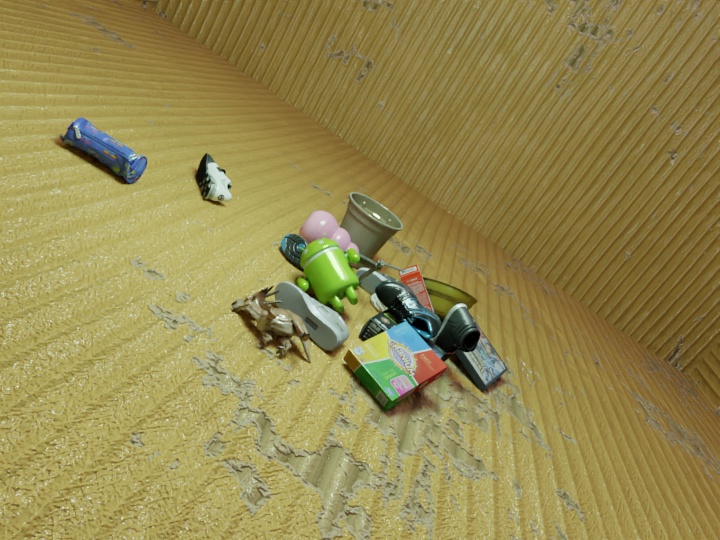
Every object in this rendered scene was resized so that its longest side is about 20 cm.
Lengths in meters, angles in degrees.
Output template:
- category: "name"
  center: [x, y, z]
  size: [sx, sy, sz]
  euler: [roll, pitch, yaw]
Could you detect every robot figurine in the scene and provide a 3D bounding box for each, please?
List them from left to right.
- category: "robot figurine"
  center: [-0.080, 0.007, 1.430]
  size: [0.202, 0.174, 0.116]
  euler: [61, -3, 15]

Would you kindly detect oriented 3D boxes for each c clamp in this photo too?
- category: "c clamp"
  center: [0.000, 0.000, 1.562]
  size: [0.169, 0.199, 0.027]
  euler: [26, 64, -23]

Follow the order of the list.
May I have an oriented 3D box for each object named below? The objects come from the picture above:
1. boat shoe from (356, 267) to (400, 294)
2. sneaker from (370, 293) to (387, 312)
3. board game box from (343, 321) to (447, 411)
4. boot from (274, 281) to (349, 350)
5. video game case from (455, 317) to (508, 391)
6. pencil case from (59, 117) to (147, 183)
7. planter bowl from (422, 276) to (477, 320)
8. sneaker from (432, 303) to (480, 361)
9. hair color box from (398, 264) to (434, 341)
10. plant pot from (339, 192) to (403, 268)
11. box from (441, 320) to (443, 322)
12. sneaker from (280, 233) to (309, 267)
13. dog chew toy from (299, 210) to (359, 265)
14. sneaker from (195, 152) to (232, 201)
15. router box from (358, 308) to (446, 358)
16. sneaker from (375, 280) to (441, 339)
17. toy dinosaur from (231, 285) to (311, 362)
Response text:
- category: "boat shoe"
  center: [0.079, 0.047, 1.666]
  size: [0.198, 0.069, 0.057]
  euler: [30, 34, 1]
- category: "sneaker"
  center: [0.103, 0.105, 1.562]
  size: [0.075, 0.093, 0.200]
  euler: [11, 30, -44]
- category: "board game box"
  center: [0.081, 0.211, 1.266]
  size: [0.199, 0.041, 0.153]
  euler: [-20, 57, -43]
- category: "boot"
  center: [-0.111, 0.102, 1.294]
  size: [0.200, 0.074, 0.095]
  euler: [46, 16, 9]
- category: "video game case"
  center: [0.335, 0.233, 1.624]
  size: [0.180, 0.025, 0.201]
  euler: [-13, 66, -55]
- category: "pencil case"
  center: [-0.627, -0.297, 1.369]
  size: [0.199, 0.079, 0.087]
  euler: [32, -9, -4]
- category: "planter bowl"
  center: [0.240, 0.096, 1.655]
  size: [0.198, 0.084, 0.201]
  euler: [21, -11, 4]
- category: "sneaker"
  center: [0.247, 0.193, 1.456]
  size: [0.070, 0.202, 0.100]
  euler: [-1, 40, -24]
- category: "hair color box"
  center: [0.166, 0.094, 1.549]
  size: [0.111, 0.063, 0.203]
  euler: [-78, 150, -80]
- category: "plant pot"
  center: [0.006, -0.117, 1.783]
  size: [0.199, 0.185, 0.201]
  euler: [29, 21, -12]
- category: "box"
  center: [0.263, 0.127, 1.791]
  size: [0.064, 0.070, 0.201]
  euler: [23, 23, -36]
- category: "sneaker"
  center: [-0.141, -0.027, 1.553]
  size: [0.199, 0.073, 0.082]
  euler: [38, -6, 17]
- category: "dog chew toy"
  center: [-0.087, -0.086, 1.677]
  size: [0.199, 0.125, 0.125]
  euler: [39, 19, -8]
- category: "sneaker"
  center: [-0.424, -0.264, 1.628]
  size: [0.088, 0.074, 0.201]
  euler: [17, 36, -38]
- category: "router box"
  center: [0.110, 0.189, 1.425]
  size: [0.199, 0.062, 0.150]
  euler: [39, 19, 14]
- category: "sneaker"
  center: [0.121, 0.098, 1.429]
  size: [0.199, 0.074, 0.082]
  euler: [35, 20, 5]
- category: "toy dinosaur"
  center: [-0.168, 0.104, 1.171]
  size: [0.199, 0.086, 0.136]
  euler: [34, 12, -15]
